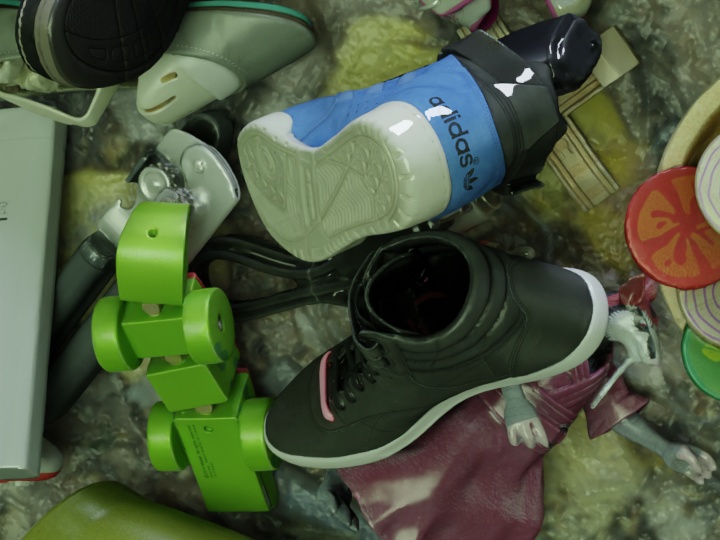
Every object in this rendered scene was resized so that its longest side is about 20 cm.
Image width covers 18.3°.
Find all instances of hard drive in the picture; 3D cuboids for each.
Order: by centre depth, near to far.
[{"bbox_3d":[-0.226,0.013,1.185,0.132,0.027,0.201,-4,69,15],"label":"hard drive"}]

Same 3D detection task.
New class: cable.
[{"bbox_3d":[0.000,0.000,1.147,0.200,0.050,0.097,-20,93,36],"label":"cable"}]

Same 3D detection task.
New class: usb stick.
[{"bbox_3d":[0.028,-0.080,1.112,0.200,0.055,0.033,-17,115,32],"label":"usb stick"}]

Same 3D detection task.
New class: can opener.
[{"bbox_3d":[-0.125,0.002,1.190,0.053,0.066,0.200,45,116,9],"label":"can opener"}]

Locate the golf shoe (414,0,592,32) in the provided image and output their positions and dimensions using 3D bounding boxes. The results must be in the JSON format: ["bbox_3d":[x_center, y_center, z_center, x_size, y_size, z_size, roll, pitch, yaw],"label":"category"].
[{"bbox_3d":[0.027,-0.164,1.109,0.199,0.075,0.092,4,99,16],"label":"golf shoe"}]

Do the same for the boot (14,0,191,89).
[{"bbox_3d":[-0.162,-0.151,1.109,0.150,0.200,0.073,3,125,20],"label":"boot"}]

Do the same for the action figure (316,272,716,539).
[{"bbox_3d":[0.081,0.072,1.138,0.200,0.134,0.149,-49,42,5],"label":"action figure"}]

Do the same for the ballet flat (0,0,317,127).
[{"bbox_3d":[-0.119,-0.104,1.160,0.199,0.067,0.064,4,73,20],"label":"ballet flat"}]

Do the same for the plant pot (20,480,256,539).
[{"bbox_3d":[-0.093,0.211,1.155,0.193,0.200,0.201,33,106,21],"label":"plant pot"}]

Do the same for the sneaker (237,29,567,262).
[{"bbox_3d":[0.023,-0.060,1.050,0.111,0.200,0.077,-24,96,-23],"label":"sneaker"}]

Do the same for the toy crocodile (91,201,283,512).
[{"bbox_3d":[-0.084,0.052,1.156,0.067,0.062,0.200,-6,130,19],"label":"toy crocodile"}]

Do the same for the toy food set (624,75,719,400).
[{"bbox_3d":[0.233,-0.019,1.079,0.198,0.049,0.200,25,101,5],"label":"toy food set"}]

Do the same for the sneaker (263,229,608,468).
[{"bbox_3d":[0.009,0.034,1.054,0.200,0.099,0.071,-25,56,33],"label":"sneaker"}]

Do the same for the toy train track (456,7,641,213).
[{"bbox_3d":[0.055,-0.057,1.140,0.200,0.033,0.115,-36,88,19],"label":"toy train track"}]

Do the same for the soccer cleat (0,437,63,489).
[{"bbox_3d":[-0.248,0.061,1.222,0.200,0.069,0.085,19,97,22],"label":"soccer cleat"}]
